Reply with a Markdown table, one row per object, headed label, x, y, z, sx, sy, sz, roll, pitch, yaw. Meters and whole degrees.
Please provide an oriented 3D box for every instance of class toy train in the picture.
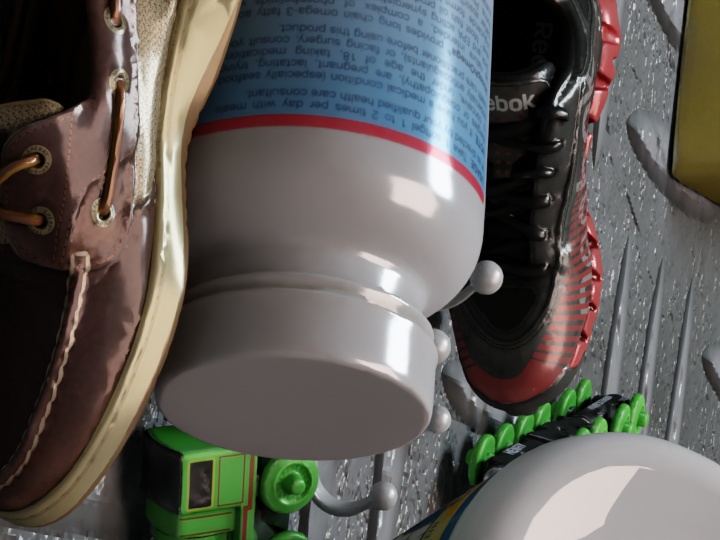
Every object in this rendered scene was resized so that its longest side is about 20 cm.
| label | x | y | z | sx | sy | sz | roll | pitch | yaw |
| --- | --- | --- | --- | --- | --- | --- | --- | --- | --- |
| toy train | -0.045 | 0.077 | 0.913 | 0.056 | 0.042 | 0.201 | -6 | 107 | -32 |
| toy train | 0.091 | 0.094 | 1.292 | 0.200 | 0.042 | 0.057 | -20 | 123 | -68 |

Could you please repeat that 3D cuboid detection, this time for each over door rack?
| label | x | y | z | sx | sy | sz | roll | pitch | yaw |
| --- | --- | --- | --- | --- | --- | --- | --- | --- | --- |
| over door rack | 0.000 | 0.000 | 0.996 | 0.148 | 0.066 | 0.201 | -47 | 139 | -60 |

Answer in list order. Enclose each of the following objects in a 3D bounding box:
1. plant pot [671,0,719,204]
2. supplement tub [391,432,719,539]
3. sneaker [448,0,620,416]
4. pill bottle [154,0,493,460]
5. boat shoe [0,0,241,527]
| label | x | y | z | sx | sy | sz | roll | pitch | yaw |
| --- | --- | --- | --- | --- | --- | --- | --- | --- | --- |
| plant pot | 0.309 | -0.130 | 1.614 | 0.194 | 0.199 | 0.197 | 16 | 81 | -70 |
| supplement tub | 0.057 | 0.151 | 0.966 | 0.200 | 0.144 | 0.145 | -41 | -152 | 57 |
| sneaker | 0.064 | -0.042 | 1.155 | 0.098 | 0.070 | 0.202 | 24 | 70 | -69 |
| pill bottle | -0.014 | -0.050 | 0.839 | 0.109 | 0.108 | 0.201 | 57 | 33 | -60 |
| boat shoe | -0.088 | -0.031 | 0.770 | 0.072 | 0.072 | 0.201 | 19 | 84 | -38 |
